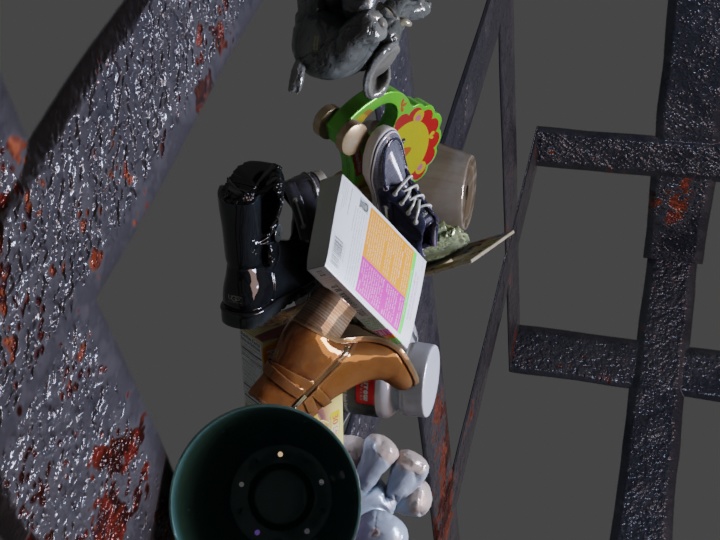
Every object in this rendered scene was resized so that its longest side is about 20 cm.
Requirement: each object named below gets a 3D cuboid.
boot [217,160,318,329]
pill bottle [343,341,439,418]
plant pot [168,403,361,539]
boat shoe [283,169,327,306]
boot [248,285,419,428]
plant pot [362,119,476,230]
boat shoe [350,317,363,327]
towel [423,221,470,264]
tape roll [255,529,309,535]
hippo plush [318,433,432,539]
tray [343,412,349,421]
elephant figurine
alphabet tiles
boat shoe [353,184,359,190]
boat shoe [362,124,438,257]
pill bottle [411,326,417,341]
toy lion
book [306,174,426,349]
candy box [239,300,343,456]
[{"bbox_3d":[-0.099,-0.046,1.271,0.200,0.076,0.169,-44,142,-58],"label":"boot"},{"bbox_3d":[-0.003,0.133,1.470,0.114,0.199,0.114,7,90,-75],"label":"pill bottle"},{"bbox_3d":[-0.095,0.250,1.220,0.161,0.200,0.201,75,24,-81],"label":"plant pot"},{"bbox_3d":[-0.080,-0.032,1.430,0.063,0.073,0.201,-12,123,-28],"label":"boat shoe"},{"bbox_3d":[-0.032,0.129,1.315,0.200,0.074,0.155,41,79,-31],"label":"boot"},{"bbox_3d":[0.086,-0.129,1.738,0.200,0.173,0.201,7,90,-76],"label":"plant pot"},{"bbox_3d":[0.005,-0.003,1.467,0.075,0.075,0.203,-32,131,-24],"label":"boat shoe"},{"bbox_3d":[0.066,-0.025,1.681,0.148,0.199,0.037,25,48,-73],"label":"towel"},{"bbox_3d":[-0.108,0.399,1.460,0.200,0.065,0.201,6,90,-75],"label":"tape roll"},{"bbox_3d":[-0.003,0.337,1.577,0.160,0.200,0.161,61,27,-23],"label":"hippo plush"},{"bbox_3d":[-0.034,0.219,1.610,0.200,0.022,0.107,-63,178,31],"label":"tray"},{"bbox_3d":[0.003,-0.290,1.416,0.200,0.155,0.142,18,57,-66],"label":"elephant figurine"},{"bbox_3d":[0.123,-0.014,1.734,0.167,0.200,0.008,-31,102,-55],"label":"alphabet tiles"},{"bbox_3d":[-0.047,-0.025,1.515,0.072,0.076,0.201,-14,121,-38],"label":"boat shoe"},{"bbox_3d":[0.062,-0.105,1.521,0.075,0.093,0.200,-44,146,-27],"label":"boat shoe"},{"bbox_3d":[0.024,0.093,1.688,0.200,0.114,0.114,62,38,-65],"label":"pill bottle"},{"bbox_3d":[0.036,-0.181,1.561,0.192,0.069,0.200,-39,144,-21],"label":"toy lion"},{"bbox_3d":[0.009,-0.006,1.363,0.200,0.048,0.134,47,41,-43],"label":"book"},{"bbox_3d":[-0.082,0.146,1.366,0.115,0.055,0.201,-20,121,-34],"label":"candy box"}]
